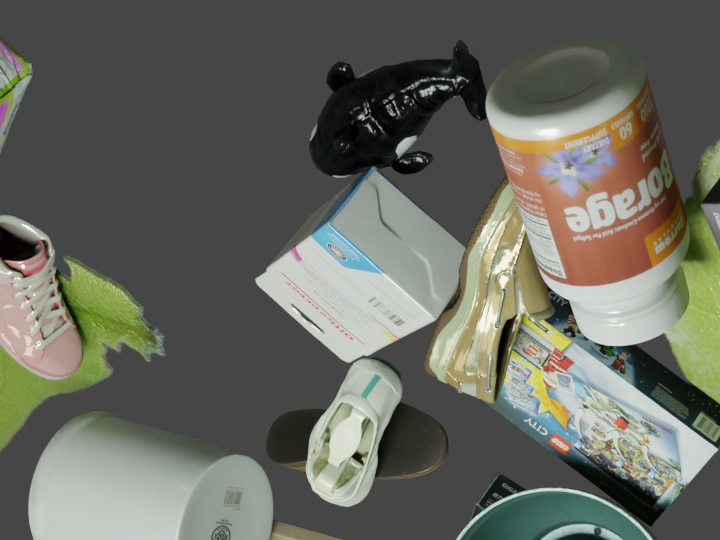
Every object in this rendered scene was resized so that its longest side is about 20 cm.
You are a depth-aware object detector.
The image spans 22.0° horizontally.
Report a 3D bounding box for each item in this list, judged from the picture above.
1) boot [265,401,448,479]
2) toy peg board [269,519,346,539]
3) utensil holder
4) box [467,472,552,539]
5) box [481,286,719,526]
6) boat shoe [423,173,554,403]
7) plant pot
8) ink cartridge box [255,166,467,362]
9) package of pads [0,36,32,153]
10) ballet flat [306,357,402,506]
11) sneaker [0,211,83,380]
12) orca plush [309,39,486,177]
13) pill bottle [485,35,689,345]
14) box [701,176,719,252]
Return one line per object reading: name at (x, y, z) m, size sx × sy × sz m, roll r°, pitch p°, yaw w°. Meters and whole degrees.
boot at (0.011, 0.163, 1.718) m, size 0.199 × 0.074 × 0.075 m, roll -2°, pitch 156°, yaw 39°
toy peg board at (-0.040, 0.378, 1.943) m, size 0.199 × 0.098 × 0.200 m, roll 9°, pitch 133°, yaw 38°
utensil holder at (-0.214, 0.248, 1.915) m, size 0.199 × 0.170 × 0.171 m, roll 11°, pitch 134°, yaw 35°
box at (0.182, 0.291, 1.682) m, size 0.199 × 0.046 × 0.160 m, roll 31°, pitch 143°, yaw 16°
box at (0.187, 0.104, 1.489) m, size 0.199 × 0.038 × 0.137 m, roll 37°, pitch 144°, yaw 8°
boat shoe at (0.116, 0.011, 1.403) m, size 0.076 × 0.072 × 0.201 m, roll 31°, pitch 125°, yaw 20°
plant pot at (0.175, 0.275, 1.541) m, size 0.198 × 0.134 × 0.203 m, roll 0°, pitch 90°, yaw 17°
ink cartridge box at (0.000, 0.000, 1.510) m, size 0.115 × 0.068 × 0.200 m, roll 41°, pitch 157°, yaw -7°
package of pads at (-0.405, -0.197, 1.718) m, size 0.200 × 0.068 × 0.155 m, roll 41°, pitch 145°, yaw 1°
ballet flat at (-0.016, 0.155, 1.611) m, size 0.069 × 0.069 × 0.201 m, roll 33°, pitch 138°, yaw 12°
sneaker at (-0.335, 0.025, 1.874) m, size 0.104 × 0.075 × 0.201 m, roll -10°, pitch 116°, yaw 54°
orca plush at (0.016, -0.103, 1.409) m, size 0.199 × 0.071 × 0.106 m, roll -4°, pitch 124°, yaw 46°
pill bottle at (0.165, -0.051, 1.285) m, size 0.111 × 0.112 × 0.201 m, roll 7°, pitch 133°, yaw 39°
box at (0.330, 0.014, 1.227) m, size 0.140 × 0.079 × 0.201 m, roll -2°, pitch 126°, yaw 42°
